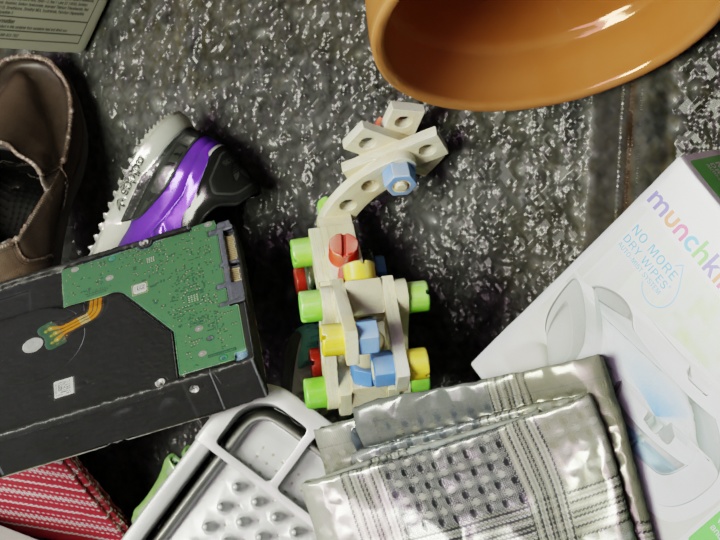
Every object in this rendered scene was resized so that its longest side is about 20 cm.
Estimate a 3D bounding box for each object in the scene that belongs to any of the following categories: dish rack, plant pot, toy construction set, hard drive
[{"bbox_3d":[-0.054,0.186,1.143,0.172,0.044,0.200,37,88,6],"label":"dish rack"},{"bbox_3d":[0.091,-0.195,1.054,0.200,0.200,0.140,-26,63,32],"label":"plant pot"},{"bbox_3d":[0.000,0.000,1.147,0.092,0.131,0.200,4,53,3],"label":"toy construction set"},{"bbox_3d":[-0.159,0.047,1.166,0.200,0.038,0.140,-18,40,2],"label":"hard drive"}]

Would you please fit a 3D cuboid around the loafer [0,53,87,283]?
[{"bbox_3d":[-0.219,-0.068,1.277,0.073,0.071,0.200,-4,56,-1],"label":"loafer"}]

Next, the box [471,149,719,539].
[{"bbox_3d":[0.193,0.067,1.051,0.176,0.097,0.200,-46,69,29],"label":"box"}]

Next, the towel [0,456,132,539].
[{"bbox_3d":[-0.233,0.129,1.275,0.144,0.200,0.023,6,62,17],"label":"towel"}]

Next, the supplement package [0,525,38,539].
[{"bbox_3d":[-0.286,0.282,1.309,0.152,0.151,0.200,14,127,32],"label":"supplement package"}]

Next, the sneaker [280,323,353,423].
[{"bbox_3d":[-0.041,0.133,1.225,0.091,0.078,0.201,-1,91,37],"label":"sneaker"}]

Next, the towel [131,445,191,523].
[{"bbox_3d":[-0.080,0.219,1.235,0.200,0.031,0.149,56,150,12],"label":"towel"}]

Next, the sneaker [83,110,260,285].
[{"bbox_3d":[-0.124,0.006,1.273,0.099,0.070,0.200,31,117,12],"label":"sneaker"}]

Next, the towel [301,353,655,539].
[{"bbox_3d":[0.067,0.157,1.060,0.192,0.035,0.200,-17,84,31],"label":"towel"}]

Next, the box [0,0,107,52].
[{"bbox_3d":[-0.215,-0.254,1.278,0.109,0.128,0.200,39,112,26],"label":"box"}]
